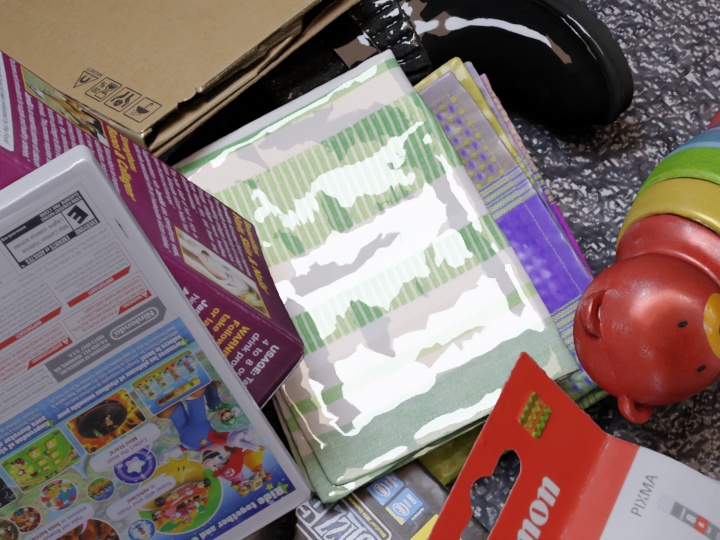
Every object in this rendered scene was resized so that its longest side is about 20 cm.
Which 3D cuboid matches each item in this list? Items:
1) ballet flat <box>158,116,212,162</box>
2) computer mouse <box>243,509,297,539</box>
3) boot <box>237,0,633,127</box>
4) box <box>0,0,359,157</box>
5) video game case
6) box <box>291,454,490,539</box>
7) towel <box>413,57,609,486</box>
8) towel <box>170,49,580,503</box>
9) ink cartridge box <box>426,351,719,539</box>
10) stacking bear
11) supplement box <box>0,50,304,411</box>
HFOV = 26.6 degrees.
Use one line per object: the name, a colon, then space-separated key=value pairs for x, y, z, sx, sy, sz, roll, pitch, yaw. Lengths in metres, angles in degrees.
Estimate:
ballet flat: x=-0.172 y=-0.064 z=0.873 sx=0.198 sy=0.070 sz=0.070 roll=-9 pitch=69 yaw=0
computer mouse: x=-0.072 y=0.181 z=0.738 sx=0.058 sy=0.034 sz=0.202 roll=10 pitch=68 yaw=3
boot: x=0.034 y=-0.112 z=0.880 sx=0.211 sy=0.080 sz=0.158 roll=36 pitch=67 yaw=20
box: x=-0.118 y=-0.147 z=0.866 sx=0.163 sy=0.021 sz=0.199 roll=-41 pitch=45 yaw=-22
video game case: x=-0.126 y=0.062 z=0.649 sx=0.143 sy=0.201 sz=0.018 roll=-30 pitch=31 yaw=-1
box: x=0.015 y=0.197 z=0.776 sx=0.160 sy=0.049 sz=0.200 roll=-41 pitch=74 yaw=-17
towel: x=0.048 y=0.002 z=0.831 sx=0.143 sy=0.023 sz=0.201 roll=-30 pitch=85 yaw=5
towel: x=0.000 y=0.000 z=0.797 sx=0.152 sy=0.023 sz=0.201 roll=-28 pitch=75 yaw=0
ink cartridge box: x=0.127 y=0.155 z=0.730 sx=0.200 sy=0.050 sz=0.163 roll=45 pitch=55 yaw=-19
stacking bear: x=0.184 y=-0.005 z=0.795 sx=0.113 sy=0.122 sz=0.200 roll=5 pitch=36 yaw=44
supplement box: x=-0.139 y=-0.006 z=0.697 sx=0.199 sy=0.131 sz=0.103 roll=35 pitch=103 yaw=-28
